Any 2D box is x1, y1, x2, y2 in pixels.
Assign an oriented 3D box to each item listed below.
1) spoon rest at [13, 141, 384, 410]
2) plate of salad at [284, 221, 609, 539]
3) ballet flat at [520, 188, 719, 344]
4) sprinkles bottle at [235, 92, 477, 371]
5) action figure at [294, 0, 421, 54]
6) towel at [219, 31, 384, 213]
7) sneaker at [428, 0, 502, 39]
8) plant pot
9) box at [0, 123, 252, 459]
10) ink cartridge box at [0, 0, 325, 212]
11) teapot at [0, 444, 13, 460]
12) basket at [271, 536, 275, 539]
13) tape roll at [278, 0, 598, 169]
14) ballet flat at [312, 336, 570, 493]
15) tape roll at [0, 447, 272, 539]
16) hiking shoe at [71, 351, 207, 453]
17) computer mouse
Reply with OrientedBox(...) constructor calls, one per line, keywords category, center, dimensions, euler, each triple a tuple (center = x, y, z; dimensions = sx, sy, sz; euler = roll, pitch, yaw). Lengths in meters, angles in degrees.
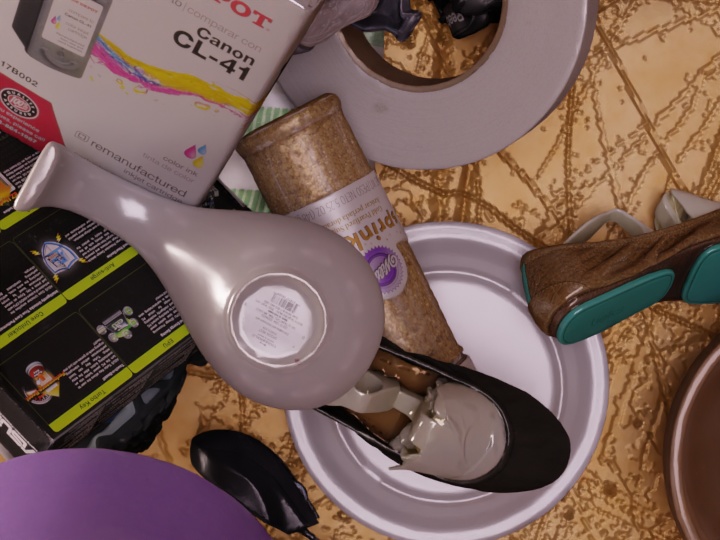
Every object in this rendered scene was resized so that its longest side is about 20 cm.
OrientedBox(category="spoon rest", center=(-0.080, -0.003, 0.906), dimensions=(0.200, 0.061, 0.099), euler=(31, 98, -3))
OrientedBox(category="plate of salad", center=(0.052, 0.070, 1.071), dimensions=(0.200, 0.048, 0.200), euler=(0, 92, 1))
OrientedBox(category="ballet flat", center=(0.181, -0.011, 1.059), dimensions=(0.200, 0.068, 0.072), euler=(-15, 56, -24))
OrientedBox(category="sprinkles bottle", center=(0.000, 0.000, 1.004), dimensions=(0.068, 0.068, 0.200), euler=(-27, 96, -2))
OrientedBox(category="action figure", center=(-0.066, -0.193, 0.950), dimensions=(0.200, 0.105, 0.194), euler=(21, 125, 18))
OrientedBox(category="towel", center=(-0.066, -0.073, 1.070), dimensions=(0.152, 0.023, 0.200), euler=(3, 91, -4))
OrientedBox(category="sneaker", center=(0.057, -0.197, 1.045), dimensions=(0.200, 0.071, 0.098), euler=(29, 89, -6))
OrientedBox(category="plant pot", center=(0.278, 0.112, 1.064), dimensions=(0.201, 0.093, 0.201), euler=(0, 92, -3))
OrientedBox(category="box", center=(-0.167, -0.018, 0.947), dimensions=(0.193, 0.048, 0.200), euler=(46, 50, 5))
OrientedBox(category="ink cartridge box", center=(-0.108, -0.132, 0.894), dimensions=(0.147, 0.200, 0.086), euler=(30, 52, -6))
OrientedBox(category="teapot", center=(-0.255, 0.015, 1.001), dimensions=(0.200, 0.146, 0.198), euler=(8, 93, -5))
OrientedBox(category="basket", center=(-0.081, 0.258, 1.032), dimensions=(0.123, 0.136, 0.200), euler=(36, 91, 0))
OrientedBox(category="tape roll", center=(0.037, -0.158, 1.005), dimensions=(0.202, 0.037, 0.203), euler=(5, 106, 18))
OrientedBox(category="ballet flat", center=(0.018, 0.075, 0.945), dimensions=(0.200, 0.068, 0.068), euler=(23, 104, 4))
OrientedBox(category="tape roll", center=(-0.136, 0.193, 0.880), dimensions=(0.200, 0.085, 0.200), euler=(0, 124, 1))
OrientedBox(category="hiking shoe", center=(-0.139, 0.050, 0.993), dimensions=(0.087, 0.074, 0.200), euler=(33, 49, 3))
OrientedBox(category="computer mouse", center=(-0.019, 0.156, 1.067), dimensions=(0.200, 0.059, 0.034), euler=(35, 92, -6))
